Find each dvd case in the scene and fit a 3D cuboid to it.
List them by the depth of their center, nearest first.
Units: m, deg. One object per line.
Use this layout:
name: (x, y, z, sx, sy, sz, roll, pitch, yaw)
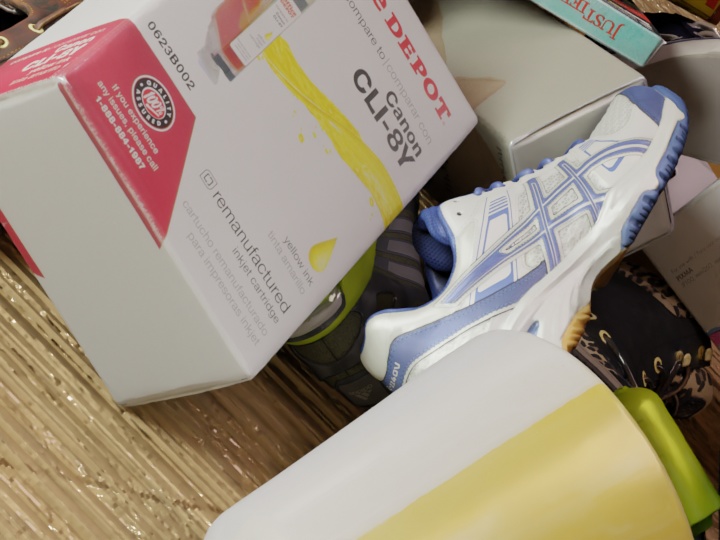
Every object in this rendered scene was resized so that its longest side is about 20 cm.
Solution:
dvd case: (0.081, -0.166, 1.113, 0.146, 0.022, 0.200, 30, 14, -9)

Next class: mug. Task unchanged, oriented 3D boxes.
mug: (0.028, 0.116, 0.766, 0.153, 0.187, 0.150, -24, 94, -28)

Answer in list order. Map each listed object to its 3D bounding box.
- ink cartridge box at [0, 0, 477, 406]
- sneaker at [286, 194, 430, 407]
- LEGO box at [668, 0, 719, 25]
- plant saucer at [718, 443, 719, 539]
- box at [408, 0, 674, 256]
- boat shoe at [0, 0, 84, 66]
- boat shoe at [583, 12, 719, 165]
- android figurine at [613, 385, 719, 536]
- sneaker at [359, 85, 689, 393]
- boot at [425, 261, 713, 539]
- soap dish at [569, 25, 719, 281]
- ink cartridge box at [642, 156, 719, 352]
ink cartridge box: (-0.056, -0.062, 0.893, 0.145, 0.083, 0.200, 58, 45, -18)
sneaker: (0.000, 0.000, 1.017, 0.081, 0.074, 0.200, 56, 26, -16)
LEGO box: (0.122, -0.208, 1.122, 0.149, 0.077, 0.200, 32, 10, 21)
plant saucer: (0.186, 0.145, 0.975, 0.036, 0.200, 0.200, -3, 34, 6)
box: (0.068, -0.080, 1.073, 0.200, 0.078, 0.095, 44, -24, 54)
boat shoe: (-0.145, -0.093, 0.938, 0.070, 0.070, 0.200, 45, 29, -5)
boat shoe: (0.182, -0.105, 1.128, 0.093, 0.200, 0.075, -44, 127, -40)
android figurine: (0.079, 0.111, 0.928, 0.182, 0.041, 0.200, -25, 81, -38)
sneaker: (0.072, -0.019, 0.919, 0.088, 0.075, 0.200, 30, 58, 7)
boot: (0.134, 0.067, 1.081, 0.151, 0.073, 0.200, -1, 46, -52)
soap dish: (0.153, -0.079, 1.281, 0.200, 0.081, 0.157, 46, 29, 6)
ink cartridge box: (0.229, -0.002, 1.146, 0.200, 0.067, 0.116, 53, 37, 4)
